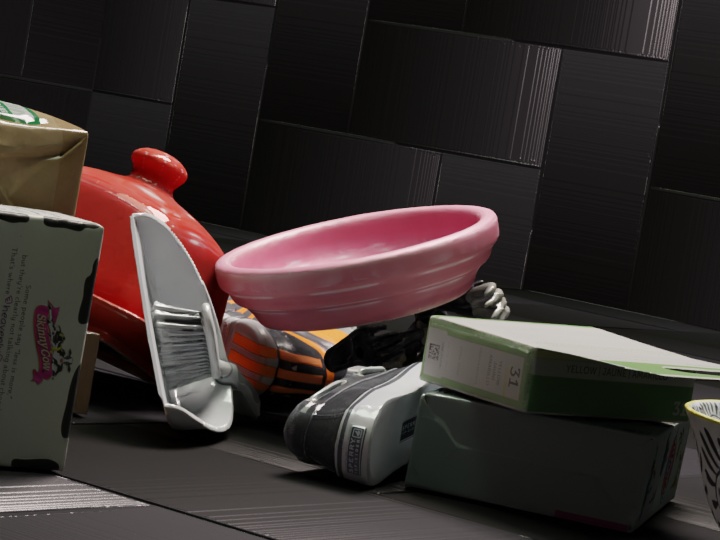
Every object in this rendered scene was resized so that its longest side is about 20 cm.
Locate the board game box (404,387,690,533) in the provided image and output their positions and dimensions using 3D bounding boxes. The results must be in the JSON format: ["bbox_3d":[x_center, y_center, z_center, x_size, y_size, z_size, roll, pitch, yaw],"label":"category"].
[{"bbox_3d":[0.125,0.112,1.501,0.146,0.065,0.200,12,5,15],"label":"board game box"}]

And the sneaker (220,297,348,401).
[{"bbox_3d":[-0.079,0.061,1.799,0.111,0.078,0.200,12,12,-34],"label":"sneaker"}]

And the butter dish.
[{"bbox_3d":[-0.171,-0.017,1.669,0.199,0.149,0.199,22,-11,24],"label":"butter dish"}]

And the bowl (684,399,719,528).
[{"bbox_3d":[0.264,0.134,1.256,0.199,0.095,0.201,10,3,0],"label":"bowl"}]

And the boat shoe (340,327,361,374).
[{"bbox_3d":[-0.036,0.057,1.906,0.198,0.069,0.072,9,3,-14],"label":"boat shoe"}]

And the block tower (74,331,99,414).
[{"bbox_3d":[-0.245,0.049,1.562,0.057,0.054,0.199,6,4,-35],"label":"block tower"}]

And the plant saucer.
[{"bbox_3d":[0.000,0.000,1.632,0.199,0.051,0.201,-11,9,2],"label":"plant saucer"}]

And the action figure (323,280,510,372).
[{"bbox_3d":[0.056,0.069,1.658,0.101,0.120,0.200,1,8,28],"label":"action figure"}]

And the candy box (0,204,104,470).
[{"bbox_3d":[-0.243,0.027,1.230,0.199,0.138,0.061,9,4,-32],"label":"candy box"}]

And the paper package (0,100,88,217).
[{"bbox_3d":[-0.259,-0.013,1.382,0.103,0.192,0.200,7,5,-33],"label":"paper package"}]

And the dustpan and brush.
[{"bbox_3d":[-0.101,0.059,1.535,0.057,0.141,0.200,-11,-26,-2],"label":"dustpan and brush"}]

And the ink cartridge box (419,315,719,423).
[{"bbox_3d":[0.153,0.068,1.419,0.145,0.048,0.199,6,7,-39],"label":"ink cartridge box"}]

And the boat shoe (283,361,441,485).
[{"bbox_3d":[0.008,0.093,1.483,0.067,0.072,0.200,12,11,19],"label":"boat shoe"}]
